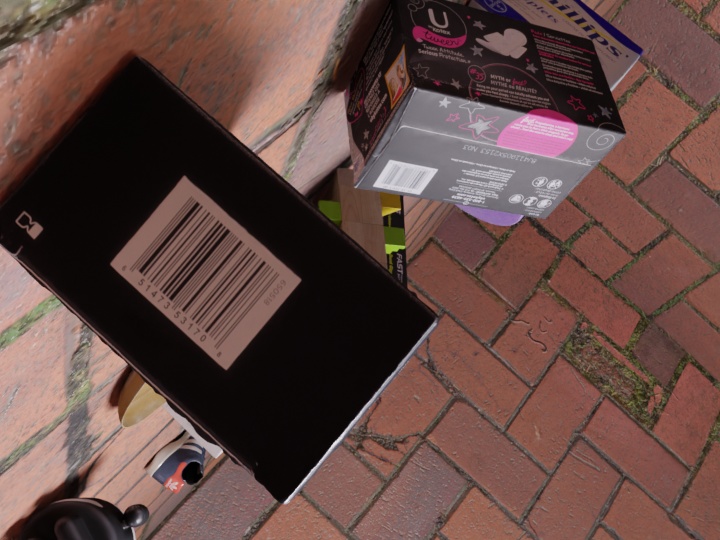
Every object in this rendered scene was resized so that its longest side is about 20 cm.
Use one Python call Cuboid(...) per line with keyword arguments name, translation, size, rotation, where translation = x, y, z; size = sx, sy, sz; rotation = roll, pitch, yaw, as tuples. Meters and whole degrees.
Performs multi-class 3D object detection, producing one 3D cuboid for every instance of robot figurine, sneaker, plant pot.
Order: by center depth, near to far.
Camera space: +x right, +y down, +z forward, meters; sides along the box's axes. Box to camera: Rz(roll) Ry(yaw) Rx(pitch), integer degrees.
Cuboid(name="plant pot", translation=(-0.200, 0.091, 0.880), size=(0.200, 0.027, 0.200), rotation=(-48, 174, -6))
Cuboid(name="robot figurine", translation=(-0.343, 0.343, 0.961), size=(0.200, 0.149, 0.126), rotation=(112, -15, -74))
Cuboid(name="sneaker", translation=(-0.312, 0.345, 1.461), size=(0.075, 0.084, 0.200), rotation=(-51, 175, 27))

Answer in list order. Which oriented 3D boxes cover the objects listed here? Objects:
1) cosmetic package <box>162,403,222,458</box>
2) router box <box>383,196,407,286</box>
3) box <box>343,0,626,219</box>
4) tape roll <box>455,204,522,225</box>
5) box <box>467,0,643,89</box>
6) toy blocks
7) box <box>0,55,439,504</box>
Cuboid(name="cosmetic package", translation=(-0.180, 0.168, 1.140), size=(0.081, 0.113, 0.200), rotation=(-50, 176, 26))
Cuboid(name="router box", translation=(0.000, 0.000, 1.069), size=(0.150, 0.062, 0.202), rotation=(-47, -146, 45))
Cuboid(name="box", translation=(0.100, -0.137, 0.684), size=(0.132, 0.198, 0.116), rotation=(126, -35, -51))
Cuboid(name="tape roll", translation=(0.123, -0.144, 0.885), size=(0.066, 0.200, 0.200), rotation=(-46, 174, -12))
Cuboid(name="box", translation=(0.215, -0.255, 0.947), size=(0.200, 0.184, 0.105), rotation=(-43, 171, -47))
Cuboid(name="toy blocks", translation=(-0.017, -0.019, 0.944), size=(0.137, 0.099, 0.202), rotation=(120, -30, -54))
Cuboid(name="box", translation=(-0.066, 0.008, 0.459), size=(0.118, 0.196, 0.200), rotation=(-49, 175, -2))
